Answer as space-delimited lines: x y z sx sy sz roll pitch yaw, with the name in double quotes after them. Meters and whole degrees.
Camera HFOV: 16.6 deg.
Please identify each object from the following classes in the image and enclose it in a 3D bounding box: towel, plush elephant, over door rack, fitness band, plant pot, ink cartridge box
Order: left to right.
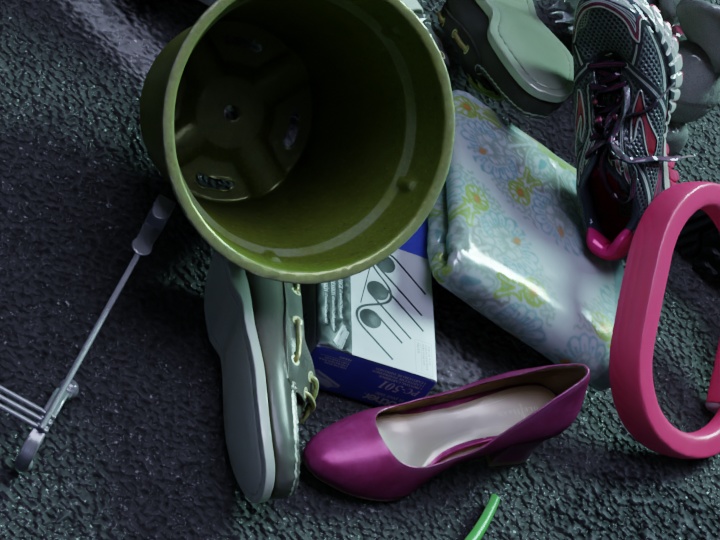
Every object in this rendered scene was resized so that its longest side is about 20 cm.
-0.224 0.010 1.542 0.147 0.067 0.201 30 63 -5 "over door rack"
-0.063 -0.102 1.645 0.199 0.184 0.202 -3 97 -21 "plant pot"
0.000 0.000 1.722 0.093 0.044 0.201 18 45 -20 "ink cartridge box"
0.119 -0.024 1.794 0.171 0.048 0.201 30 37 -26 "towel"
0.245 -0.187 1.965 0.155 0.165 0.200 50 39 -1 "plush elephant"
0.239 0.035 1.781 0.143 0.037 0.202 22 75 -41 "fitness band"

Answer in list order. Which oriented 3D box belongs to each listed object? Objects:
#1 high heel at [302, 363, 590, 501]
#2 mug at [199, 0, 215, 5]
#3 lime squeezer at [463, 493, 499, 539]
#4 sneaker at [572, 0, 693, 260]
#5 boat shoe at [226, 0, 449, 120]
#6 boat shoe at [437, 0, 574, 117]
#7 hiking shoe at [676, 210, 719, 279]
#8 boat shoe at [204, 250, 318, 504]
0.059 0.099 1.632 0.199 0.096 0.068 1 52 -32 "high heel"
-0.065 -0.258 1.834 0.153 0.150 0.187 35 43 -1 "mug"
0.031 0.191 1.588 0.199 0.038 0.070 -11 28 -37 "lime squeezer"
0.189 -0.105 1.777 0.075 0.080 0.202 -32 117 -52 "sneaker"
-0.013 -0.144 1.821 0.201 0.072 0.061 -28 78 -38 "boat shoe"
0.109 -0.166 1.879 0.071 0.061 0.202 18 28 -24 "boat shoe"
0.339 0.006 1.909 0.200 0.075 0.086 48 45 14 "hiking shoe"
-0.058 0.066 1.606 0.060 0.072 0.203 7 45 -21 "boat shoe"
